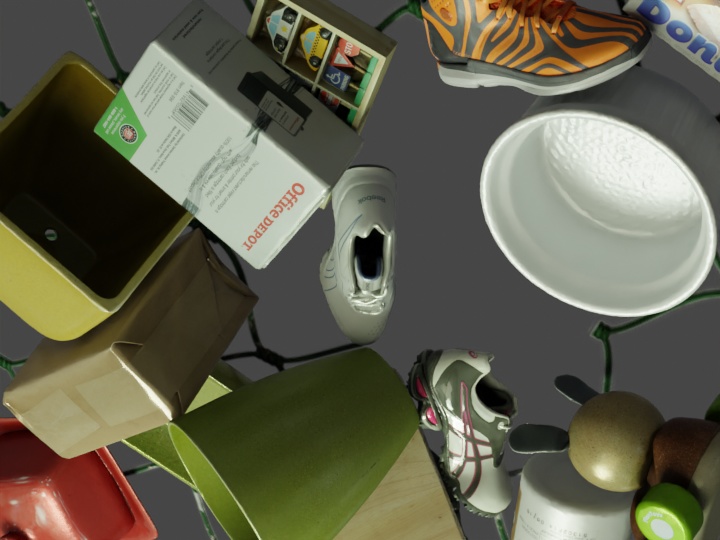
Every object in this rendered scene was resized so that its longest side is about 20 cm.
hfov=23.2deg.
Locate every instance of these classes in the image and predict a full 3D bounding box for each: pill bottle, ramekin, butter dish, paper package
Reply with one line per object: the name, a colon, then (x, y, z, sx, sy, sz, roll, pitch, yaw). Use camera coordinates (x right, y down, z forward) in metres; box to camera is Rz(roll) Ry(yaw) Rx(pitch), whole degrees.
pill bottle: (0.199, 0.281, 1.700, 0.113, 0.114, 0.202, 17, 119, 19)
ramekin: (0.206, -0.070, 1.428, 0.199, 0.098, 0.202, 17, 134, 19)
butter dish: (-0.375, 0.283, 2.073, 0.198, 0.148, 0.201, -5, 125, 36)
paper package: (-0.230, 0.074, 1.763, 0.199, 0.191, 0.104, -22, 117, 43)

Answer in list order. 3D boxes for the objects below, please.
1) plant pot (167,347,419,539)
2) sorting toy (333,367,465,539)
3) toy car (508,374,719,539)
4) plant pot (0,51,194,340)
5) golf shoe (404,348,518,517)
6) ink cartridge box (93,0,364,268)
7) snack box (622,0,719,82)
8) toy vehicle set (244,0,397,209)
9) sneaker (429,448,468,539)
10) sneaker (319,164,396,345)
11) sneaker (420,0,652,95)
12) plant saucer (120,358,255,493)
plant pot: (-0.048, 0.167, 1.659, 0.187, 0.199, 0.188, 51, 163, 21)
sorting toy: (-0.012, 0.232, 1.748, 0.199, 0.200, 0.070, -25, 158, 8)
toy car: (0.239, 0.172, 1.587, 0.199, 0.164, 0.159, 26, 138, 24)
plant pot: (-0.293, -0.047, 1.704, 0.194, 0.196, 0.200, 41, 144, -6)
golf shoe: (0.117, 0.161, 1.710, 0.087, 0.077, 0.201, -12, 124, 26)
ink cartridge box: (-0.116, -0.119, 1.558, 0.200, 0.083, 0.147, 41, 137, -5)
snack box: (0.299, -0.167, 1.336, 0.199, 0.024, 0.072, 36, 139, -1)
toy vehicle set: (-0.053, -0.157, 1.567, 0.124, 0.027, 0.201, 30, 137, 6)
sneaker: (0.063, 0.272, 1.843, 0.087, 0.075, 0.201, 8, 123, 55)
sneaker: (0.000, 0.000, 1.617, 0.074, 0.088, 0.201, -4, 134, -2)
sneaker: (0.125, -0.202, 1.371, 0.199, 0.078, 0.113, 2, 128, 36)
plant saucer: (-0.148, 0.167, 1.877, 0.199, 0.048, 0.199, 36, 139, -22)
